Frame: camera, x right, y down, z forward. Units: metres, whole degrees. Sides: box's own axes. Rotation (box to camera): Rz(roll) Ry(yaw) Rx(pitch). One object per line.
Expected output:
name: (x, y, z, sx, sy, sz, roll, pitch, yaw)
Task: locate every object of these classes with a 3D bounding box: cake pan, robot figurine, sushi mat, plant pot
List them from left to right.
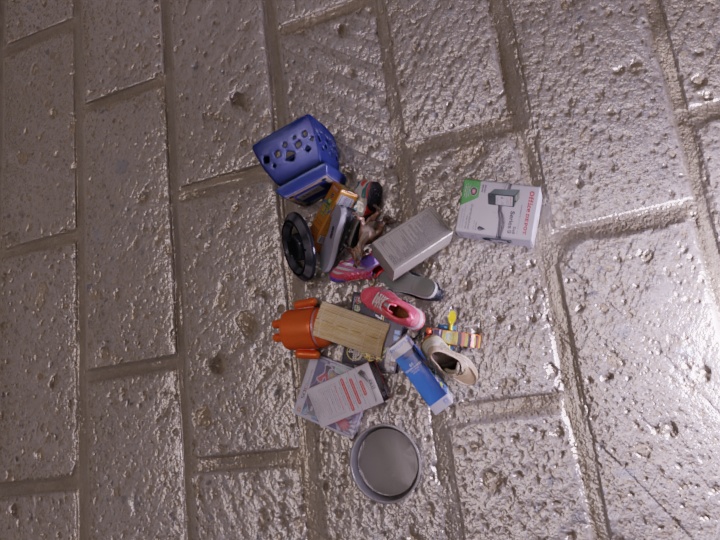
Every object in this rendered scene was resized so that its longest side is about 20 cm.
plant pot: (-0.164, -0.304, 1.614, 0.199, 0.200, 0.181, -25, 80, 14)
robot figurine: (-0.150, 0.166, 1.570, 0.198, 0.117, 0.145, -7, 44, 19)
sushi mat: (-0.026, 0.158, 1.495, 0.198, 0.012, 0.097, 19, 87, 2)
cake pan: (0.068, 0.509, 1.474, 0.198, 0.037, 0.203, -3, 80, 19)

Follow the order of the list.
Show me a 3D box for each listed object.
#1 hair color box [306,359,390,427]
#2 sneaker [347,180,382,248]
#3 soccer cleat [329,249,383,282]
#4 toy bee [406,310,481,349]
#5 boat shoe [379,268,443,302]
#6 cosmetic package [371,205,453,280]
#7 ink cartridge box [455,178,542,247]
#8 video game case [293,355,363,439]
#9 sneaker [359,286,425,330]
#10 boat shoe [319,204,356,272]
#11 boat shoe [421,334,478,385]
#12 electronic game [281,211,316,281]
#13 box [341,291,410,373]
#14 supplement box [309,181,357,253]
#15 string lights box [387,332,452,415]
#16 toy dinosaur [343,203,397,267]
hair color box: (-0.032, 0.331, 1.492, 0.199, 0.064, 0.112, -26, 80, 20)
sneaker: (-0.005, -0.165, 1.607, 0.093, 0.070, 0.202, 22, 97, 47)
soccer cleat: (0.000, 0.000, 1.558, 0.198, 0.067, 0.077, -23, 60, 19)
toy bee: (0.209, 0.179, 1.440, 0.198, 0.109, 0.132, -16, 78, 17)
boat shoe: (0.136, 0.039, 1.512, 0.199, 0.060, 0.076, 28, 88, 42)
cosmetic package: (0.138, -0.074, 1.487, 0.199, 0.073, 0.104, -32, 70, -12)
ink cartridge box: (0.362, -0.151, 1.451, 0.198, 0.084, 0.148, 9, 85, 21)
video game case: (-0.077, 0.349, 1.562, 0.198, 0.023, 0.184, 17, 87, 21)
sneaker: (0.075, 0.088, 1.457, 0.199, 0.087, 0.074, 25, 88, 30)
boat shoe: (-0.062, -0.085, 1.561, 0.069, 0.056, 0.202, 46, 123, 51)
boat shoe: (0.229, 0.238, 1.386, 0.072, 0.200, 0.065, -40, 29, 13)
electronic game: (-0.176, -0.068, 1.597, 0.041, 0.200, 0.202, -14, 71, -27)
box: (0.042, 0.171, 1.534, 0.159, 0.049, 0.202, 9, 85, 17)
supplement box: (-0.087, -0.149, 1.593, 0.201, 0.068, 0.067, -60, 39, 14)
string lights box: (0.154, 0.262, 1.424, 0.059, 0.103, 0.201, -37, 85, 6)
toy dinosaur: (0.021, -0.098, 1.535, 0.085, 0.200, 0.137, 31, 124, 19)
